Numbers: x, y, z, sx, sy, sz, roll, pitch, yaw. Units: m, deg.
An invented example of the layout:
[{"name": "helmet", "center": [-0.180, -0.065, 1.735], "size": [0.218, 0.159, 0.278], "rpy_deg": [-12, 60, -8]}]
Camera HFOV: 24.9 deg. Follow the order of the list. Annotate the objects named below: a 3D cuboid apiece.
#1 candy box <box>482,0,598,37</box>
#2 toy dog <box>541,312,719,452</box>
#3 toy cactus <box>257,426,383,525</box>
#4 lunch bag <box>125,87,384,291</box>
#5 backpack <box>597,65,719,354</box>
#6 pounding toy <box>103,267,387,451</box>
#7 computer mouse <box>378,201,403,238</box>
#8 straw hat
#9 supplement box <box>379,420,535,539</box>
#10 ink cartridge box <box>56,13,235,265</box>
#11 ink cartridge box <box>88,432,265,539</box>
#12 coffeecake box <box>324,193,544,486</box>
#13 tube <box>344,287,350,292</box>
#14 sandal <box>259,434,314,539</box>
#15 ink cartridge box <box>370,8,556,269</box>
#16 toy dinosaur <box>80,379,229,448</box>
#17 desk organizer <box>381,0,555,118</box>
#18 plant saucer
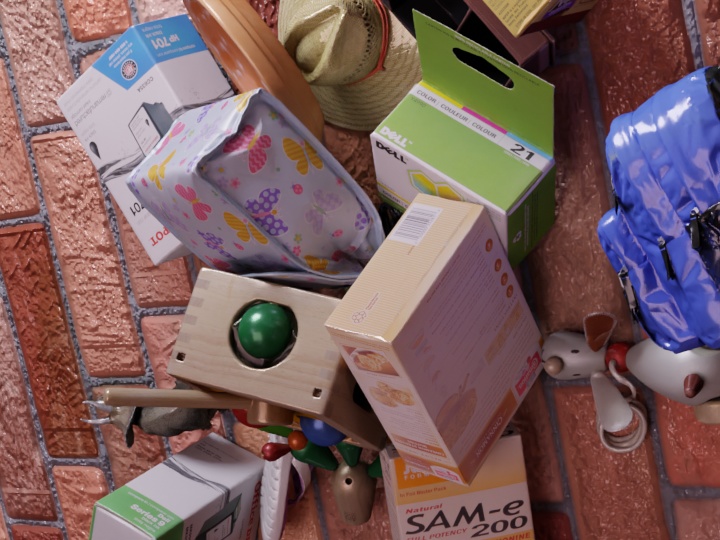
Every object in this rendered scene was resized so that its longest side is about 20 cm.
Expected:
[{"name": "candy box", "center": [0.105, -0.284, 1.331], "size": [0.200, 0.117, 0.056], "rpy_deg": [51, 124, 12]}, {"name": "toy dog", "center": [0.238, 0.088, 1.374], "size": [0.200, 0.096, 0.132], "rpy_deg": [-26, 89, 38]}, {"name": "toy cactus", "center": [-0.006, 0.182, 1.576], "size": [0.199, 0.102, 0.165], "rpy_deg": [0, 124, 6]}, {"name": "lunch bag", "center": [-0.087, -0.049, 1.454], "size": [0.200, 0.127, 0.169], "rpy_deg": [44, 159, -22]}, {"name": "backpack", "center": [0.268, -0.047, 1.252], "size": [0.168, 0.162, 0.200], "rpy_deg": [-27, 84, 24]}, {"name": "pounding toy", "center": [-0.085, 0.090, 1.428], "size": [0.184, 0.200, 0.142], "rpy_deg": [13, 78, 23]}, {"name": "computer mouse", "center": [0.061, 0.027, 1.527], "size": [0.059, 0.034, 0.200], "rpy_deg": [-13, 94, 67]}, {"name": "straw hat", "center": [-0.022, -0.209, 1.467], "size": [0.201, 0.085, 0.202], "rpy_deg": [13, 112, 33]}, {"name": "supplement box", "center": [0.094, 0.245, 1.507], "size": [0.126, 0.074, 0.200], "rpy_deg": [-11, 103, -5]}, {"name": "ink cartridge box", "center": [-0.188, -0.129, 1.617], "size": [0.146, 0.086, 0.200], "rpy_deg": [-36, 82, 38]}, {"name": "ink cartridge box", "center": [-0.190, 0.276, 1.683], "size": [0.084, 0.200, 0.146], "rpy_deg": [24, 119, 24]}, {"name": "coffeecake box", "center": [0.071, 0.061, 1.389], "size": [0.073, 0.154, 0.200], "rpy_deg": [14, 146, 37]}, {"name": "tube", "center": [0.000, 0.000, 1.548], "size": [0.052, 0.058, 0.200], "rpy_deg": [-29, 87, 22]}, {"name": "sandal", "center": [-0.068, 0.195, 1.658], "size": [0.050, 0.082, 0.203], "rpy_deg": [5, 113, -11]}, {"name": "ink cartridge box", "center": [0.085, -0.105, 1.370], "size": [0.148, 0.076, 0.200], "rpy_deg": [33, 159, 23]}, {"name": "toy dinosaur", "center": [-0.186, 0.144, 1.696], "size": [0.200, 0.102, 0.077], "rpy_deg": [-14, 97, 39]}, {"name": "desk organizer", "center": [0.072, -0.231, 1.382], "size": [0.077, 0.072, 0.200], "rpy_deg": [-40, 78, -1]}, {"name": "plant saucer", "center": [-0.093, -0.188, 1.492], "size": [0.037, 0.200, 0.200], "rpy_deg": [-36, 80, -5]}]
